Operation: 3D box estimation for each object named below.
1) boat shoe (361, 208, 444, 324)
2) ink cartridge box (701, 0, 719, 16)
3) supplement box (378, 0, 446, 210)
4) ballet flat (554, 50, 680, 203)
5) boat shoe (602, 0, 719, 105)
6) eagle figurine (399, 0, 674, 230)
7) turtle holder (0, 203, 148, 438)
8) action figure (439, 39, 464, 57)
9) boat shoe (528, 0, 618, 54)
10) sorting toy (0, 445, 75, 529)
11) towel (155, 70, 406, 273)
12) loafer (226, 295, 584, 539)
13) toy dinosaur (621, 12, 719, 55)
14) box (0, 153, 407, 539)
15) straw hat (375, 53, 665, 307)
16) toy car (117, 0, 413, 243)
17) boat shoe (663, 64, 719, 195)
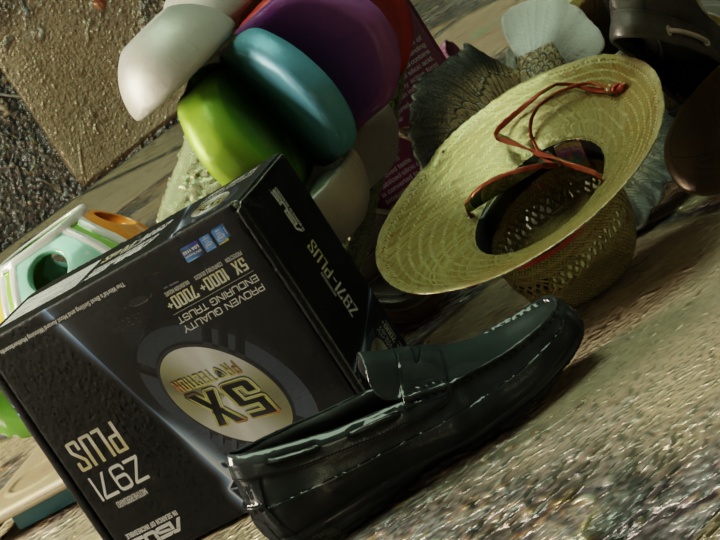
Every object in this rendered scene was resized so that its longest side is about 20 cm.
[{"bbox_3d":[0.000,0.000,1.627,0.072,0.068,0.200,-40,34,-15],"label":"boat shoe"},{"bbox_3d":[0.276,-0.210,1.630,0.136,0.077,0.200,1,23,16],"label":"ink cartridge box"},{"bbox_3d":[0.018,-0.108,1.717,0.103,0.200,0.131,-34,11,-7],"label":"supplement box"},{"bbox_3d":[0.167,-0.118,1.651,0.070,0.065,0.200,33,59,32],"label":"ballet flat"},{"bbox_3d":[0.196,-0.122,1.421,0.067,0.200,0.057,-7,64,32],"label":"boat shoe"},{"bbox_3d":[0.112,-0.084,1.510,0.152,0.151,0.200,-35,4,3],"label":"eagle figurine"},{"bbox_3d":[-0.202,0.037,1.693,0.185,0.132,0.141,-31,11,32],"label":"turtle holder"},{"bbox_3d":[0.040,-0.097,1.988,0.200,0.134,0.149,-44,52,5],"label":"action figure"},{"bbox_3d":[0.163,-0.170,1.708,0.074,0.066,0.200,-40,-24,-7],"label":"boat shoe"},{"bbox_3d":[-0.182,0.122,1.726,0.200,0.037,0.185,-34,9,21],"label":"sorting toy"},{"bbox_3d":[-0.051,-0.081,1.584,0.036,0.148,0.200,58,-134,-68],"label":"towel"},{"bbox_3d":[0.024,0.068,1.231,0.200,0.070,0.068,-33,11,-4],"label":"loafer"},{"bbox_3d":[0.233,-0.131,1.506,0.101,0.200,0.058,79,-147,-62],"label":"toy dinosaur"},{"bbox_3d":[-0.092,0.055,1.384,0.200,0.164,0.086,-27,12,24],"label":"box"},{"bbox_3d":[0.112,-0.028,1.355,0.201,0.085,0.201,-28,28,16],"label":"straw hat"},{"bbox_3d":[-0.036,-0.119,1.454,0.150,0.175,0.200,-37,12,27],"label":"toy car"},{"bbox_3d":[0.264,-0.105,1.369,0.200,0.071,0.064,-36,-28,28],"label":"boat shoe"}]
